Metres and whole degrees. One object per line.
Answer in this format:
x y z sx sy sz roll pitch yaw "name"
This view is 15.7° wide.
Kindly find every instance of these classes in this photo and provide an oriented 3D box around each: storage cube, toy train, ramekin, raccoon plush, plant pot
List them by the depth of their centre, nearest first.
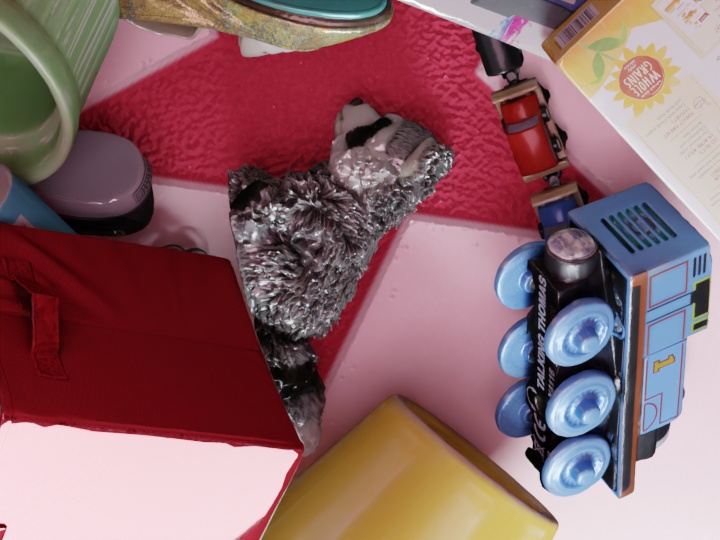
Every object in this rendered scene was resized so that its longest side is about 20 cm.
-0.160 0.096 1.460 0.179 0.171 0.200 9 125 -28 "storage cube"
-0.234 -0.147 1.480 0.199 0.098 0.200 18 149 12 "ramekin"
0.144 0.048 1.533 0.114 0.087 0.201 -20 133 -18 "toy train"
0.103 -0.079 1.539 0.034 0.046 0.201 -18 105 11 "toy train"
0.000 0.000 1.553 0.133 0.097 0.201 -9 107 4 "raccoon plush"
0.014 0.187 1.567 0.201 0.201 0.189 38 93 -7 "plant pot"

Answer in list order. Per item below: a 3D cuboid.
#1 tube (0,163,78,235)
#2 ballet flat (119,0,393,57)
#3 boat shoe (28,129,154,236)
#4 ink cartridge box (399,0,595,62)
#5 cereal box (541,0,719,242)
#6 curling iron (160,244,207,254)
-0.166 0.018 1.535 0.077 0.051 0.200 -20 133 25 "tube"
-0.081 -0.159 1.528 0.199 0.071 0.071 13 109 1 "ballet flat"
-0.218 -0.058 1.570 0.199 0.069 0.057 12 153 14 "boat shoe"
0.109 -0.198 1.437 0.199 0.088 0.146 20 111 -29 "ink cartridge box"
0.216 -0.101 1.439 0.144 0.040 0.200 -42 114 7 "cereal box"
-0.186 0.026 1.612 0.199 0.026 0.050 -15 108 10 "curling iron"
